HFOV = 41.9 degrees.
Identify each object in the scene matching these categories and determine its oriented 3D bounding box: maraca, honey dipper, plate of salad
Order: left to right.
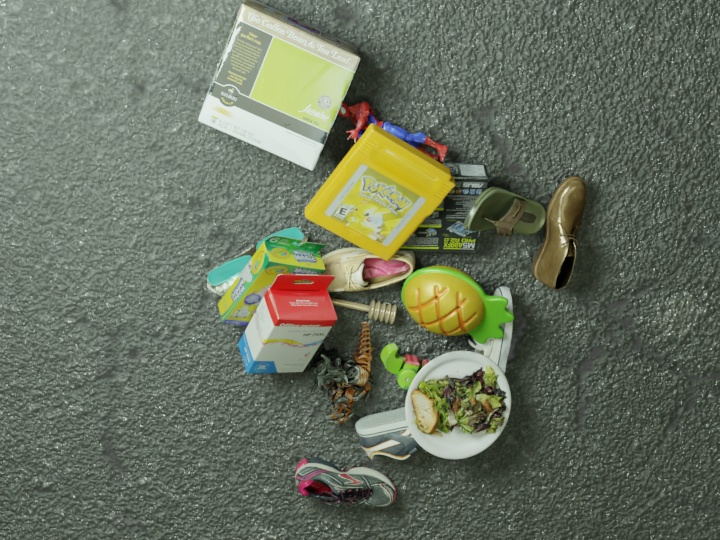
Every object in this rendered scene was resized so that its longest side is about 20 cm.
[{"bbox_3d":[-0.034,0.059,1.685,0.198,0.038,0.038,12,109,-5],"label":"honey dipper"},{"bbox_3d":[0.167,0.062,1.639,0.198,0.107,0.138,22,134,-1],"label":"maraca"},{"bbox_3d":[0.178,0.244,1.681,0.198,0.048,0.202,-2,99,-11],"label":"plate of salad"}]

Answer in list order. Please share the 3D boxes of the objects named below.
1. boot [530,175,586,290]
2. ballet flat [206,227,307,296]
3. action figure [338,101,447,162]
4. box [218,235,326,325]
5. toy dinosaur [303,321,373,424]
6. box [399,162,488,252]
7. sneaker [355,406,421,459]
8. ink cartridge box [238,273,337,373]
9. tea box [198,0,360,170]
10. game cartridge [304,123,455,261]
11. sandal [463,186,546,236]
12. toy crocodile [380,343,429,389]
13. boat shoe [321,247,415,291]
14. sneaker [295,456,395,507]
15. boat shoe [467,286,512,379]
[{"bbox_3d":[0.359,-0.062,1.632,0.073,0.076,0.202,4,111,-21],"label":"boot"},{"bbox_3d":[-0.174,-0.011,1.647,0.199,0.072,0.072,-25,109,9],"label":"ballet flat"},{"bbox_3d":[0.039,-0.209,1.560,0.199,0.100,0.065,28,151,-10],"label":"action figure"},{"bbox_3d":[-0.146,0.020,1.602,0.117,0.049,0.200,8,134,-36],"label":"box"},{"bbox_3d":[-0.031,0.184,1.717,0.135,0.102,0.202,13,91,-23],"label":"toy dinosaur"},{"bbox_3d":[0.108,-0.107,1.600,0.198,0.044,0.161,1,131,-2],"label":"box"},{"bbox_3d":[0.095,0.299,1.757,0.198,0.079,0.080,-12,107,10],"label":"sneaker"},{"bbox_3d":[-0.120,0.093,1.617,0.115,0.068,0.201,1,140,-31],"label":"ink cartridge box"},{"bbox_3d":[-0.128,-0.299,1.500,0.199,0.134,0.198,23,108,-11],"label":"tea box"},{"bbox_3d":[0.033,-0.122,1.535,0.175,0.033,0.200,27,126,-22],"label":"game cartridge"},{"bbox_3d":[0.254,-0.092,1.584,0.200,0.057,0.080,1,120,-40],"label":"sandal"},{"bbox_3d":[0.125,0.193,1.723,0.199,0.068,0.062,25,106,-11],"label":"toy crocodile"},{"bbox_3d":[0.000,0.000,1.647,0.198,0.069,0.074,-14,110,2],"label":"boat shoe"},{"bbox_3d":[-0.030,0.421,1.795,0.198,0.075,0.081,12,109,-7],"label":"sneaker"},{"bbox_3d":[0.231,0.123,1.706,0.069,0.071,0.202,2,116,-6],"label":"boat shoe"}]
